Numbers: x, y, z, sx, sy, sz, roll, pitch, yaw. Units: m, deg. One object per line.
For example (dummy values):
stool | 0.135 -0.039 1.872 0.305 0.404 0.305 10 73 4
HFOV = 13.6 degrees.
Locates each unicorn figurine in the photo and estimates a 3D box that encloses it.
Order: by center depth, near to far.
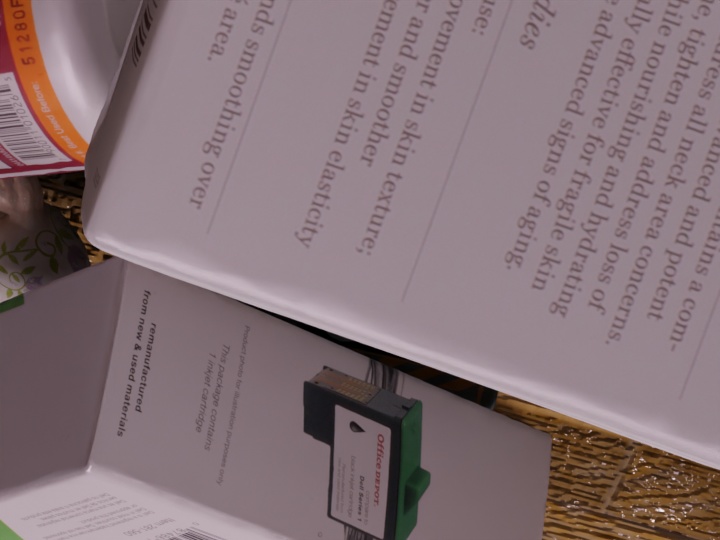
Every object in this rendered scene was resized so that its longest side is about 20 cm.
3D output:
unicorn figurine | -0.116 0.032 1.198 0.137 0.074 0.200 -11 136 28

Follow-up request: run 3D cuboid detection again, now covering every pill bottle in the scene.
pill bottle | -0.156 -0.082 1.025 0.199 0.110 0.110 -5 141 26

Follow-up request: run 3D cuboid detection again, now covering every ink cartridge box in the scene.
ink cartridge box | -0.050 0.079 1.105 0.199 0.085 0.146 24 154 -32

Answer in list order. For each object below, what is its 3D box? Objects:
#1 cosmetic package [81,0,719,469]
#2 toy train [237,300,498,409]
cosmetic package | 0.038 -0.063 0.876 0.199 0.168 0.166 20 -174 -8
toy train | 0.000 0.000 1.115 0.199 0.086 0.114 11 157 2
